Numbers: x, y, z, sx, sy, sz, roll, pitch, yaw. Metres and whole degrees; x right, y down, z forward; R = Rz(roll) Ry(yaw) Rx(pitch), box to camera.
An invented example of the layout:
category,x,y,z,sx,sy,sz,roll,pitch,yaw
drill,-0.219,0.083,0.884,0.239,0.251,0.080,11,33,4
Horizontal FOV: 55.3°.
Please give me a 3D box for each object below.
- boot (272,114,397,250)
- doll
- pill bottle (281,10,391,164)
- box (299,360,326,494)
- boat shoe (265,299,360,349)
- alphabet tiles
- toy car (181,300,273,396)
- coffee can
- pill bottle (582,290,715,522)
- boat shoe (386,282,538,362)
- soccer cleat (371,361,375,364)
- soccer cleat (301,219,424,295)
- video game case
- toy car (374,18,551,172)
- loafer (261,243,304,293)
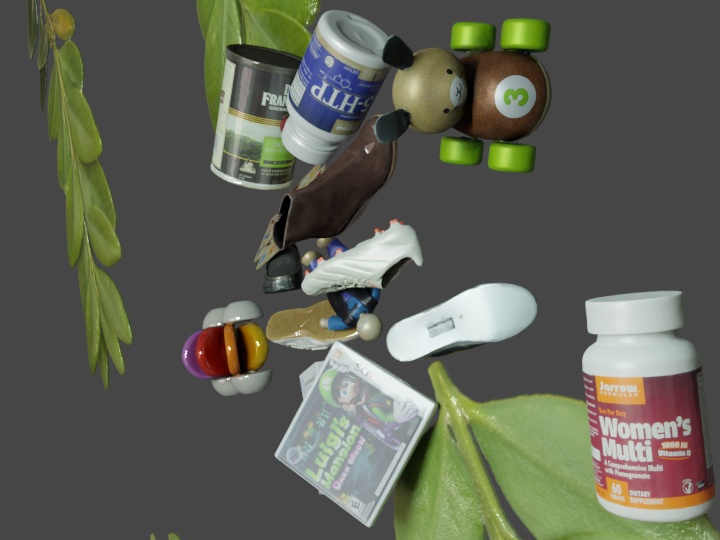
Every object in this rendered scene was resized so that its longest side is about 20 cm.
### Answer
category,x,y,z,sx,sy,sz,roll,pitch,yaw
boot,-0.036,-0.121,0.976,0.072,0.166,0.201,42,131,23
doll,-0.022,0.035,1.061,0.137,0.048,0.200,-49,50,14
pill bottle,-0.041,-0.260,1.007,0.120,0.119,0.201,58,136,29
box,-0.052,0.255,1.107,0.156,0.041,0.202,132,130,-69
boat shoe,-0.062,0.096,1.133,0.198,0.069,0.072,-5,59,35
alphabet tiles,-0.118,-0.092,1.139,0.200,0.006,0.168,-36,30,49
toy car,-0.268,0.158,1.333,0.199,0.149,0.177,-17,82,51
coffee can,-0.165,-0.256,1.145,0.146,0.145,0.202,39,125,42
pill bottle,0.275,0.126,0.665,0.109,0.109,0.203,-6,90,52
boat shoe,0.135,0.065,0.877,0.198,0.091,0.072,-19,80,24
soccer cleat,0.005,0.241,1.065,0.083,0.064,0.203,-6,91,54
soccer cleat,0.000,0.000,0.991,0.199,0.069,0.078,-28,77,23
video game case,-0.010,0.234,1.002,0.181,0.023,0.202,29,93,23
toy car,0.099,-0.199,0.770,0.157,0.198,0.166,20,110,49
loafer,-0.130,-0.009,1.131,0.200,0.072,0.073,-126,29,-77
